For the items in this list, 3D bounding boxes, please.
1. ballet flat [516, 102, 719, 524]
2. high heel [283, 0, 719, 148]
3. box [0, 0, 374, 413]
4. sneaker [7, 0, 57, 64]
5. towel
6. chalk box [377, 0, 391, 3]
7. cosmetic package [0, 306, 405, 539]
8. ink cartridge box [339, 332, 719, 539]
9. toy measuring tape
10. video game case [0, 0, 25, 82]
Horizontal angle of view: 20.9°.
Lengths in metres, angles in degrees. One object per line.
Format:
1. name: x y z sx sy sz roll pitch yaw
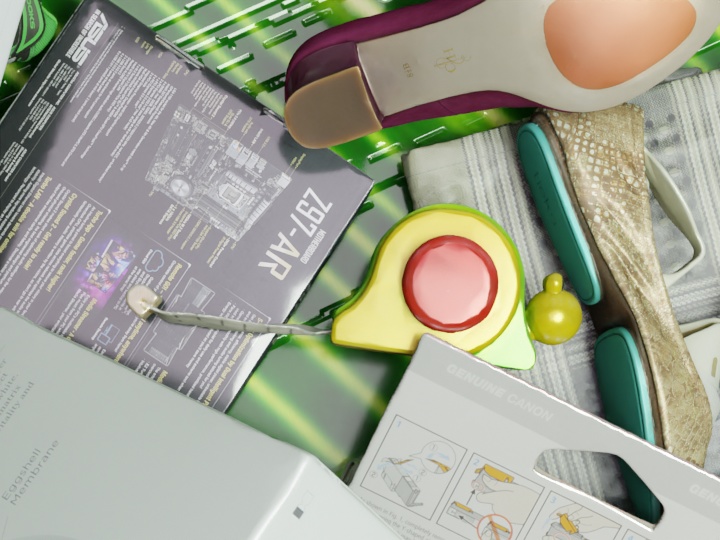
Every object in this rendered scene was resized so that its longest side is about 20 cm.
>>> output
1. ballet flat: 0.130 0.016 0.867 0.065 0.070 0.201 -17 91 -12
2. high heel: 0.060 -0.105 0.867 0.198 0.096 0.068 -10 109 7
3. box: -0.112 -0.001 0.894 0.160 0.044 0.201 33 85 0
4. sneaker: -0.183 -0.186 0.901 0.085 0.078 0.202 8 74 -41
5. towel: 0.132 0.013 0.916 0.191 0.035 0.202 -14 88 -1
6. chalk box: 0.062 -0.205 0.880 0.200 0.124 0.125 -42 89 -4
7. cosmetic package: -0.106 0.148 0.739 0.199 0.123 0.200 21 71 43
8. ink cartridge box: 0.079 0.138 0.863 0.199 0.045 0.177 26 107 -1
9. toy measuring tape: 0.000 0.000 0.853 0.198 0.074 0.074 8 85 -2
10. video game case: -0.223 -0.098 0.840 0.181 0.023 0.201 23 98 34
